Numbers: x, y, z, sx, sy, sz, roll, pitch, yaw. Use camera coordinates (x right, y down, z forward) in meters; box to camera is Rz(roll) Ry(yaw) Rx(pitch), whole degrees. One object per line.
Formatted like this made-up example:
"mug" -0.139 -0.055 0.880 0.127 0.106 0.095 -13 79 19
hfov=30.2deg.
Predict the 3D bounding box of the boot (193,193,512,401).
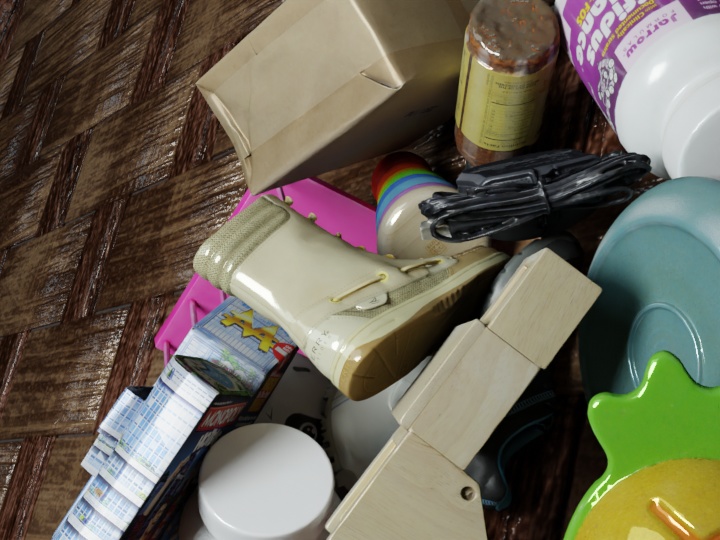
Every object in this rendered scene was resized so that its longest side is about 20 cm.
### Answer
"boot" 0.000 0.000 0.910 0.155 0.200 0.073 34 128 24

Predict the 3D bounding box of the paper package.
"paper package" 0.012 -0.156 1.017 0.191 0.200 0.104 -33 83 43

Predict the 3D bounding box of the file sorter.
"file sorter" -0.059 0.039 1.103 0.200 0.139 0.125 -56 25 19

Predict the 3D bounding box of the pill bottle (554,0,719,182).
"pill bottle" 0.199 -0.125 0.822 0.112 0.112 0.200 -52 31 25

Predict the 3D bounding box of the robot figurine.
"robot figurine" -0.068 0.151 1.010 0.150 0.125 0.200 -53 -30 -42

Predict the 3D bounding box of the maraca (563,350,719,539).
"maraca" 0.166 0.139 0.654 0.107 0.137 0.201 -41 -46 -78

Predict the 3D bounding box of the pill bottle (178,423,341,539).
"pill bottle" -0.063 0.192 0.865 0.200 0.108 0.109 96 170 -46

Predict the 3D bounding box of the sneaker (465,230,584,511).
"sneaker" 0.108 0.068 0.901 0.082 0.073 0.200 27 81 24

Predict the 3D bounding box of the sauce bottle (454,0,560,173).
"sauce bottle" 0.099 -0.114 0.949 0.200 0.066 0.066 93 -176 -63

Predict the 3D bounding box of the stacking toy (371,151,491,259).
"stacking toy" 0.042 -0.047 1.054 0.085 0.085 0.200 -60 15 12

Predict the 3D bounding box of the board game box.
"board game box" -0.119 0.104 0.853 0.200 0.062 0.200 -57 -8 -2

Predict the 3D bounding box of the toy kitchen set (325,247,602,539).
"toy kitchen set" 0.105 0.121 0.791 0.200 0.180 0.163 -53 -1 -3

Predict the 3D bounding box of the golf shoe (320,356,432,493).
"golf shoe" 0.036 0.079 0.955 0.097 0.078 0.200 -25 30 36

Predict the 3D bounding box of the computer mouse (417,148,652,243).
"computer mouse" 0.107 -0.042 0.854 0.200 0.138 0.053 -72 -31 -82

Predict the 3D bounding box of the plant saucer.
"plant saucer" 0.176 0.049 0.738 0.200 0.027 0.201 20 112 62
